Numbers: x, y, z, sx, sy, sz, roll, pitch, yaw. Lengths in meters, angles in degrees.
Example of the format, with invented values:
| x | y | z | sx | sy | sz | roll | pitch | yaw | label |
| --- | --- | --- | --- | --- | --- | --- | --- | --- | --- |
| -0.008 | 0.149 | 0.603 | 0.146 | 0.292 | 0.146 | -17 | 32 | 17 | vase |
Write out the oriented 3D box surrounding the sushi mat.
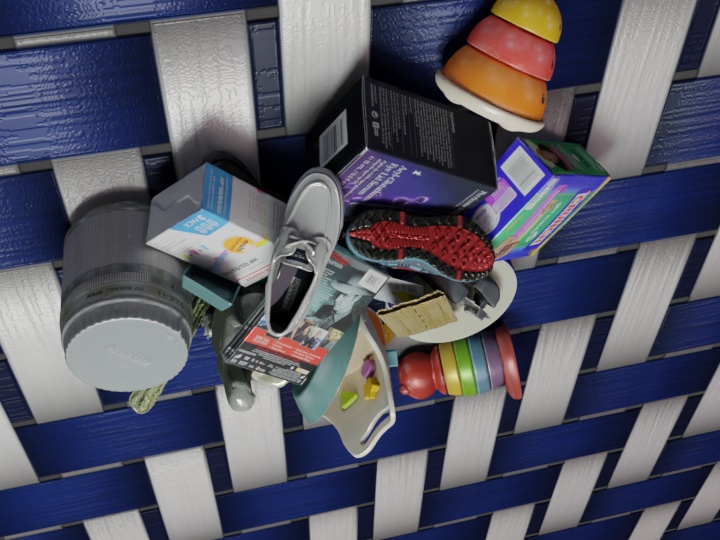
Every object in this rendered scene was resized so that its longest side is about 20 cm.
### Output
| x | y | z | sx | sy | sz | roll | pitch | yaw | label |
| --- | --- | --- | --- | --- | --- | --- | --- | --- | --- |
| 0.082 | 0.064 | 1.240 | 0.095 | 0.012 | 0.200 | -18 | 165 | 6 | sushi mat |

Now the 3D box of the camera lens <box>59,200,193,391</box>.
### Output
| x | y | z | sx | sy | sz | roll | pitch | yaw | label |
| --- | --- | --- | --- | --- | --- | --- | --- | --- | --- |
| -0.291 | 0.027 | 1.107 | 0.158 | 0.202 | 0.161 | -8 | 140 | -6 | camera lens |

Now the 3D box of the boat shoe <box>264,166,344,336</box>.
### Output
| x | y | z | sx | sy | sz | roll | pitch | yaw | label |
| --- | --- | --- | --- | --- | --- | --- | --- | --- | --- |
| -0.066 | -0.018 | 1.030 | 0.073 | 0.065 | 0.202 | 12 | 104 | 0 | boat shoe |

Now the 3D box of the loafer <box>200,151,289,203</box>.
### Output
| x | y | z | sx | sy | sz | roll | pitch | yaw | label |
| --- | --- | --- | --- | --- | --- | --- | --- | --- | --- |
| -0.133 | -0.075 | 1.161 | 0.072 | 0.063 | 0.200 | -36 | 136 | 16 | loafer |

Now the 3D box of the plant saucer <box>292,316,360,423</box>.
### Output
| x | y | z | sx | sy | sz | roll | pitch | yaw | label |
| --- | --- | --- | --- | --- | --- | --- | --- | --- | --- |
| -0.057 | 0.123 | 1.311 | 0.036 | 0.201 | 0.201 | 21 | 128 | -15 | plant saucer |

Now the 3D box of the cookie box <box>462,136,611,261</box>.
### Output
| x | y | z | sx | sy | sz | roll | pitch | yaw | label |
| --- | --- | --- | --- | --- | --- | --- | --- | --- | --- |
| 0.226 | -0.094 | 1.205 | 0.199 | 0.075 | 0.171 | -9 | 146 | -54 | cookie box |

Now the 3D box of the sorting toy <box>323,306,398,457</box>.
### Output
| x | y | z | sx | sy | sz | roll | pitch | yaw | label |
| --- | --- | --- | --- | --- | --- | --- | --- | --- | --- |
| 0.004 | 0.190 | 1.405 | 0.106 | 0.181 | 0.201 | 14 | 130 | -31 | sorting toy |

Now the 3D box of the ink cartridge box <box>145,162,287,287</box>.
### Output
| x | y | z | sx | sy | sz | roll | pitch | yaw | label |
| --- | --- | --- | --- | --- | --- | --- | --- | --- | --- |
| -0.149 | -0.044 | 1.098 | 0.114 | 0.069 | 0.199 | -24 | 144 | 38 | ink cartridge box |

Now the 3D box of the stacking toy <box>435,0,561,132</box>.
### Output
| x | y | z | sx | sy | sz | roll | pitch | yaw | label |
| --- | --- | --- | --- | --- | --- | --- | --- | --- | --- |
| 0.187 | -0.276 | 1.035 | 0.145 | 0.146 | 0.202 | 12 | 115 | -30 | stacking toy |

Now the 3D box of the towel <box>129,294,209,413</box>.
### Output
| x | y | z | sx | sy | sz | roll | pitch | yaw | label |
| --- | --- | --- | --- | --- | --- | --- | --- | --- | --- |
| -0.261 | 0.099 | 1.248 | 0.036 | 0.149 | 0.201 | 29 | 127 | -8 | towel |

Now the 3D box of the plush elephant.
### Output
| x | y | z | sx | sy | sz | roll | pitch | yaw | label |
| --- | --- | --- | --- | --- | --- | --- | --- | --- | --- |
| -0.129 | 0.097 | 1.265 | 0.153 | 0.200 | 0.167 | 3 | 99 | -26 | plush elephant |

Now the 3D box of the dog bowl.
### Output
| x | y | z | sx | sy | sz | roll | pitch | yaw | label |
| --- | --- | --- | --- | --- | --- | --- | --- | --- | --- |
| 0.133 | 0.017 | 1.343 | 0.197 | 0.079 | 0.201 | -10 | 138 | -9 | dog bowl |

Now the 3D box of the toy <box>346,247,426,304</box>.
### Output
| x | y | z | sx | sy | sz | roll | pitch | yaw | label |
| --- | --- | --- | --- | --- | --- | --- | --- | --- | --- |
| 0.000 | 0.000 | 1.244 | 0.198 | 0.048 | 0.115 | 19 | 162 | 12 | toy |

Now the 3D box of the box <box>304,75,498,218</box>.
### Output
| x | y | z | sx | sy | sz | roll | pitch | yaw | label |
| --- | --- | --- | --- | --- | --- | --- | --- | --- | --- |
| 0.049 | -0.135 | 1.103 | 0.198 | 0.106 | 0.148 | 12 | 151 | -29 | box |

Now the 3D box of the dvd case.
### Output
| x | y | z | sx | sy | sz | roll | pitch | yaw | label |
| --- | --- | --- | --- | --- | --- | --- | --- | --- | --- |
| -0.067 | 0.056 | 1.139 | 0.200 | 0.022 | 0.145 | -50 | 139 | 14 | dvd case |

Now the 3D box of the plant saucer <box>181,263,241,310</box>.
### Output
| x | y | z | sx | sy | sz | roll | pitch | yaw | label |
| --- | --- | --- | --- | --- | --- | --- | --- | --- | --- |
| -0.187 | 0.011 | 1.136 | 0.069 | 0.200 | 0.019 | 32 | 96 | -8 | plant saucer |

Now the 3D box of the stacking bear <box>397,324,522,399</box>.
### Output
| x | y | z | sx | sy | sz | roll | pitch | yaw | label |
| --- | --- | --- | --- | --- | --- | --- | --- | --- | --- |
| 0.160 | 0.164 | 1.494 | 0.197 | 0.122 | 0.114 | -13 | 141 | 5 | stacking bear |

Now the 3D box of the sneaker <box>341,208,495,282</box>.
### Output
| x | y | z | sx | sy | sz | roll | pitch | yaw | label |
| --- | --- | --- | --- | --- | --- | --- | --- | --- | --- |
| 0.073 | -0.036 | 1.123 | 0.198 | 0.080 | 0.095 | 14 | 175 | -14 | sneaker |

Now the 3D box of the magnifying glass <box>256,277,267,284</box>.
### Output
| x | y | z | sx | sy | sz | roll | pitch | yaw | label |
| --- | --- | --- | --- | --- | --- | --- | --- | --- | --- |
| -0.101 | 0.000 | 1.200 | 0.079 | 0.023 | 0.200 | -1 | 176 | -22 | magnifying glass |

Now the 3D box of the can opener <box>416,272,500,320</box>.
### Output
| x | y | z | sx | sy | sz | roll | pitch | yaw | label |
| --- | --- | --- | --- | --- | --- | --- | --- | --- | --- |
| 0.134 | 0.008 | 1.251 | 0.067 | 0.053 | 0.200 | -55 | 134 | -7 | can opener |
